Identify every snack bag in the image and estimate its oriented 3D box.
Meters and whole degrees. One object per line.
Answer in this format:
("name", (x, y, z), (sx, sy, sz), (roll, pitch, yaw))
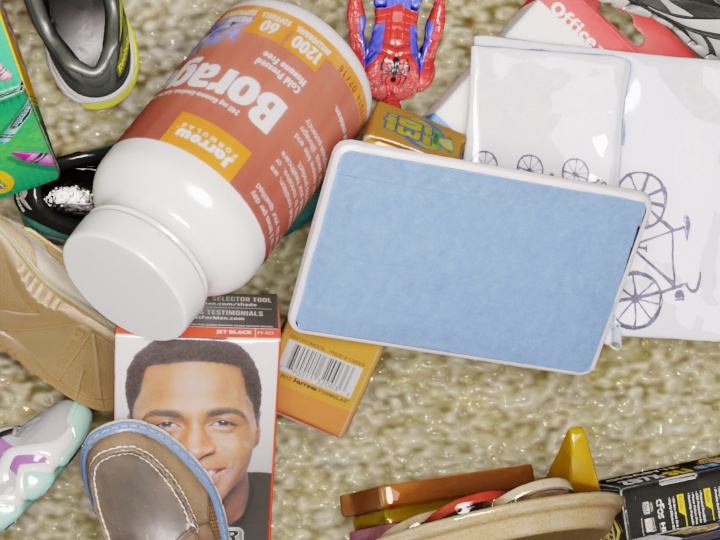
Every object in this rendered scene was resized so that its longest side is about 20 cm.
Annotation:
("snack bag", (0.159, -0.045, 1.281), (0.199, 0.021, 0.190), (5, 90, -9))

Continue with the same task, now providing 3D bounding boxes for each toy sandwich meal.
("toy sandwich meal", (0.066, 0.146, 1.252), (0.204, 0.205, 0.071), (-11, 74, -6))

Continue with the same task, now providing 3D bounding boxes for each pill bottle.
("pill bottle", (-0.085, -0.059, 1.202), (0.112, 0.112, 0.200), (38, 57, -5))

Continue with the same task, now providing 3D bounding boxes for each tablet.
("tablet", (0.065, -0.005, 1.223), (0.199, 0.014, 0.131), (9, 117, -14))

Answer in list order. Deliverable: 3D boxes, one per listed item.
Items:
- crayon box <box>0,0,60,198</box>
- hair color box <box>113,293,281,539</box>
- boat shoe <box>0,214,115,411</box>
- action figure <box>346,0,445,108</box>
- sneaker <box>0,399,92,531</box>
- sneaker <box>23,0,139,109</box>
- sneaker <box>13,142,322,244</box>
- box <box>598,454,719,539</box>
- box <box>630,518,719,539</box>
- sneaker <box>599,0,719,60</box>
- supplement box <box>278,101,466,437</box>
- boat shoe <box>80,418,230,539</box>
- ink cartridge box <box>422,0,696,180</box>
("crayon box", (-0.244, -0.155, 1.220), (0.058, 0.119, 0.201), (-20, 69, -6))
("hair color box", (-0.103, 0.114, 1.255), (0.101, 0.061, 0.201), (1, 116, -4))
("boat shoe", (-0.216, 0.010, 1.283), (0.200, 0.069, 0.074), (41, 106, -10))
("action figure", (0.024, -0.186, 1.322), (0.065, 0.052, 0.201), (3, 92, -10))
("sneaker", (-0.276, 0.115, 1.269), (0.200, 0.078, 0.140), (-41, 95, -5))
("sneaker", (-0.186, -0.202, 1.277), (0.074, 0.085, 0.201), (-23, 92, -7))
("sneaker", (-0.118, -0.046, 1.285), (0.199, 0.080, 0.072), (-5, 88, -7))
("box", (0.238, 0.223, 1.322), (0.159, 0.049, 0.201), (-9, 91, -25))
("box", (0.243, 0.255, 1.273), (0.198, 0.050, 0.201), (-8, 91, -22))
("sneaker", (0.231, -0.180, 1.300), (0.199, 0.090, 0.067), (20, 74, -25))
("supplement box", (0.000, 0.000, 1.267), (0.069, 0.067, 0.201), (24, 113, -4))
("boat shoe", (-0.108, 0.180, 1.213), (0.072, 0.072, 0.201), (-22, 117, 9))
("ink cartridge box", (0.124, -0.105, 1.321), (0.116, 0.067, 0.200), (42, 85, -5))
